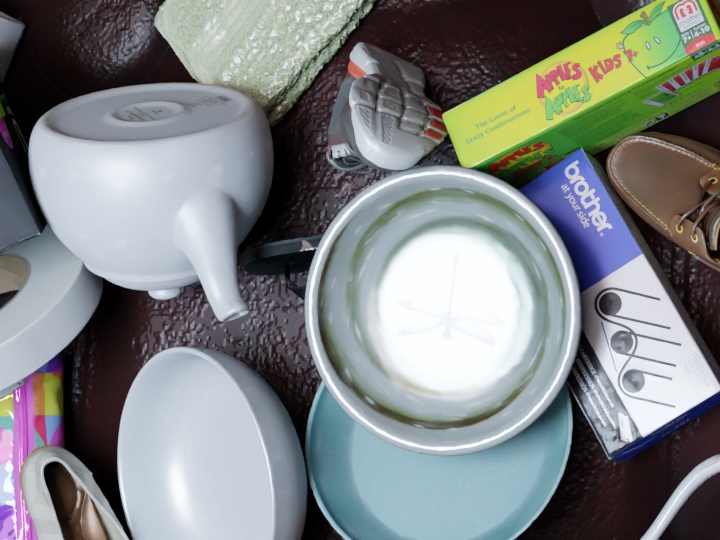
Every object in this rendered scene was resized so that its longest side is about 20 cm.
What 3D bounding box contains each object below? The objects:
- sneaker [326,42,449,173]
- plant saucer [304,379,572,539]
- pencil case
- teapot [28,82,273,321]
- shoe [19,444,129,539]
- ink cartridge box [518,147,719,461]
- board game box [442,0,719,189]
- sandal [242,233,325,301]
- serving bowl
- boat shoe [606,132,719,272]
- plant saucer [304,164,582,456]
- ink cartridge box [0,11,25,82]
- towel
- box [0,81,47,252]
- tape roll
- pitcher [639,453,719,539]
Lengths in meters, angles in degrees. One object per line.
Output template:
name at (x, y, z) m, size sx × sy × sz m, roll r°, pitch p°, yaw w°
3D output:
sneaker at (0.012, -0.097, 1.380) m, size 0.077 × 0.200 × 0.082 m, roll 26°, pitch 110°, yaw -8°
plant saucer at (0.059, 0.121, 1.370) m, size 0.198 × 0.036 × 0.202 m, roll -8°, pitch 65°, yaw 17°
pencil case at (-0.271, 0.157, 1.510) m, size 0.088 × 0.088 × 0.202 m, roll -8°, pitch 82°, yaw 24°
teapot at (-0.156, -0.051, 1.437) m, size 0.196 × 0.200 × 0.147 m, roll 2°, pitch 112°, yaw 14°
shoe at (-0.204, 0.228, 1.453) m, size 0.201 × 0.070 × 0.053 m, roll 65°, pitch 155°, yaw -3°
ink cartridge box at (0.171, 0.024, 1.346) m, size 0.094 × 0.044 × 0.201 m, roll -34°, pitch 70°, yaw 15°
board game box at (0.168, -0.124, 1.337) m, size 0.199 × 0.101 × 0.048 m, roll -27°, pitch 71°, yaw 19°
sandal at (0.000, 0.000, 1.412) m, size 0.199 × 0.075 × 0.048 m, roll -4°, pitch 78°, yaw 24°
serving bowl at (-0.101, 0.154, 1.423) m, size 0.199 × 0.065 × 0.202 m, roll 7°, pitch 100°, yaw 50°
boat shoe at (0.250, -0.037, 1.305) m, size 0.200 × 0.067 × 0.072 m, roll 37°, pitch 99°, yaw 25°
plant saucer at (0.061, 0.027, 1.339) m, size 0.198 × 0.050 × 0.202 m, roll 1°, pitch 94°, yaw 17°
ink cartridge box at (-0.390, -0.150, 1.610) m, size 0.146 × 0.083 × 0.201 m, roll 26°, pitch 95°, yaw 26°
towel at (-0.064, -0.221, 1.495) m, size 0.200 × 0.036 × 0.148 m, roll -48°, pitch 68°, yaw 12°
box at (-0.320, -0.080, 1.454) m, size 0.124 × 0.200 × 0.149 m, roll -24°, pitch 100°, yaw -2°
tape roll at (-0.300, 0.034, 1.497) m, size 0.201 × 0.203 × 0.037 m, roll -9°, pitch 124°, yaw 24°
pitcher at (0.203, 0.224, 1.265) m, size 0.199 × 0.121 × 0.173 m, roll -19°, pitch 77°, yaw 12°
